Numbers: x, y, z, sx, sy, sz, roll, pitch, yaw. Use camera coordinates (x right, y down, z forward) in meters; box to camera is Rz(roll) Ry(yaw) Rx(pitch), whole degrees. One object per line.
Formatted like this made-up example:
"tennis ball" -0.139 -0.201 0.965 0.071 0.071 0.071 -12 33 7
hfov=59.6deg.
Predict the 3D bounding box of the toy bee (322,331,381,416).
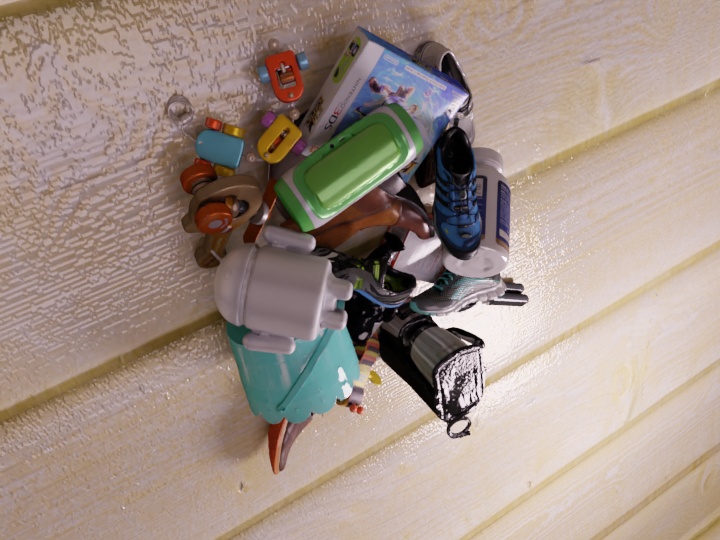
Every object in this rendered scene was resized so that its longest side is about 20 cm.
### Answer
"toy bee" -0.013 0.205 1.144 0.129 0.109 0.202 -2 117 -34

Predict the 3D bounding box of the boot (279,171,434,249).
"boot" 0.002 -0.062 0.972 0.199 0.069 0.188 -34 144 13

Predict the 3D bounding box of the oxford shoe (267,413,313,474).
"oxford shoe" -0.122 0.281 1.130 0.072 0.071 0.202 5 113 -22

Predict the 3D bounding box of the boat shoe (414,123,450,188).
"boat shoe" 0.096 -0.221 1.002 0.072 0.072 0.201 -31 135 -16

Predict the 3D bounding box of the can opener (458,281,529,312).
"can opener" 0.259 0.050 1.282 0.198 0.053 0.067 1 149 -32

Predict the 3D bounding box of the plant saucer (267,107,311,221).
"plant saucer" -0.055 -0.159 0.961 0.198 0.032 0.203 -15 123 -25

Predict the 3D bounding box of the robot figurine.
"robot figurine" -0.110 0.028 0.845 0.197 0.113 0.172 13 90 -1

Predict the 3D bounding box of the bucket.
"bucket" -0.105 0.118 0.978 0.205 0.207 0.136 -25 122 -19

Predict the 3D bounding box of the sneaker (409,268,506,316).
"sneaker" 0.168 0.018 1.112 0.198 0.077 0.093 -18 110 -27

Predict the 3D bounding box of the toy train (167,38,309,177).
"toy train" -0.150 -0.212 0.852 0.198 0.056 0.152 -23 102 -3

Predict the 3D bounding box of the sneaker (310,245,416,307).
"sneaker" 0.000 0.000 0.955 0.198 0.072 0.083 18 147 -27

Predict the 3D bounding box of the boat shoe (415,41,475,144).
"boat shoe" 0.151 -0.272 1.009 0.072 0.066 0.201 -35 130 -12

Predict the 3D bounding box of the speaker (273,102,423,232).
"speaker" -0.016 -0.138 0.841 0.199 0.089 0.089 -36 130 -5

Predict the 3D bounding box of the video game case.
"video game case" 0.031 -0.220 0.901 0.198 0.046 0.182 13 126 -38

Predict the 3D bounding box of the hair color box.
"hair color box" 0.134 -0.038 1.133 0.198 0.064 0.112 14 107 -36

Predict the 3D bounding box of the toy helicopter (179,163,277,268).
"toy helicopter" -0.184 -0.065 0.870 0.131 0.080 0.200 -13 156 -31

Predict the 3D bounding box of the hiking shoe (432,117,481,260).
"hiking shoe" 0.141 -0.116 0.941 0.073 0.087 0.203 -9 83 3

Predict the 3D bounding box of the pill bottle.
"pill bottle" 0.196 -0.100 1.054 0.111 0.110 0.203 32 56 -41

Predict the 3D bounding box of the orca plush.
"orca plush" 0.015 0.038 1.049 0.201 0.105 0.071 -56 160 24

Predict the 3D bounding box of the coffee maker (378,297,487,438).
"coffee maker" 0.122 0.175 1.153 0.133 0.200 0.195 -1 114 -30
